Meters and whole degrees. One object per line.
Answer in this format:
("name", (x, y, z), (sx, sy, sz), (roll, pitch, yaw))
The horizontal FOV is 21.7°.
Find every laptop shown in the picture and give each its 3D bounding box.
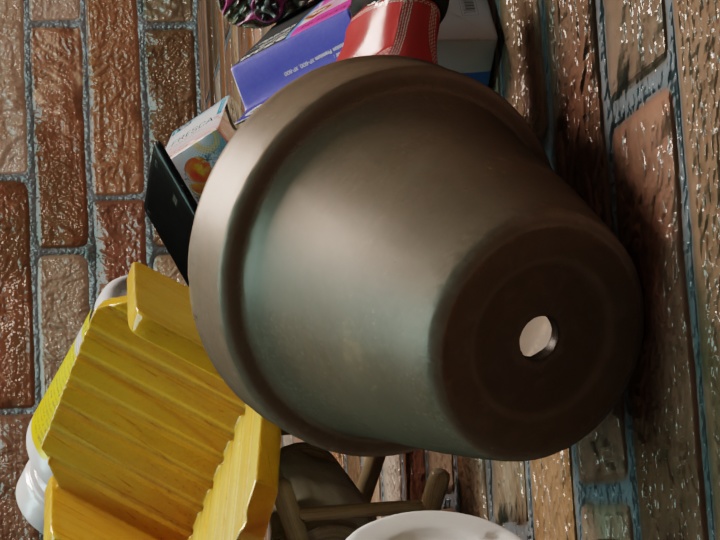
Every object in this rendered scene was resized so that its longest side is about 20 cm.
("laptop", (-0.063, -0.011, 1.404), (0.201, 0.115, 0.187), (59, 166, 6))

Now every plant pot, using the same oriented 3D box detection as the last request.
("plant pot", (0.039, 0.011, 0.884), (0.174, 0.199, 0.202), (30, 123, 59))

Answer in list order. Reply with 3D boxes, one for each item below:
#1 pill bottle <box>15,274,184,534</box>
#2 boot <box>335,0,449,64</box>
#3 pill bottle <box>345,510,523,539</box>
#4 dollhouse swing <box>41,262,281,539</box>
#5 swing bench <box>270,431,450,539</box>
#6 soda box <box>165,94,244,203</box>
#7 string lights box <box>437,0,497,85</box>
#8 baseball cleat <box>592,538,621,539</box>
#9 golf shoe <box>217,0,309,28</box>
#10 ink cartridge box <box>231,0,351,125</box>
("pill bottle", (-0.183, 0.109, 1.402), (0.200, 0.111, 0.112), (-57, 27, 29))
("boot", (-0.002, -0.092, 1.072), (0.200, 0.072, 0.145), (136, 143, -58))
("pill bottle", (0.040, 0.250, 1.067), (0.114, 0.113, 0.201), (-116, 26, -69))
("dollhouse swing", (-0.141, 0.142, 1.230), (0.201, 0.181, 0.176), (-65, -4, 25))
("swing bench", (-0.014, 0.211, 1.353), (0.199, 0.129, 0.201), (-128, 37, -74))
("soda box", (-0.074, -0.038, 1.514), (0.200, 0.063, 0.069), (52, -159, -21))
("string lights box", (0.037, -0.104, 1.185), (0.201, 0.059, 0.103), (98, 166, -47))
("baseball cleat", (0.106, 0.176, 0.838), (0.200, 0.069, 0.107), (146, 129, -68))
("golf shoe", (-0.032, -0.261, 1.371), (0.200, 0.072, 0.092), (-52, 9, 10))
("ink cartridge box", (-0.031, -0.159, 1.299), (0.037, 0.094, 0.200), (60, -161, -15))
